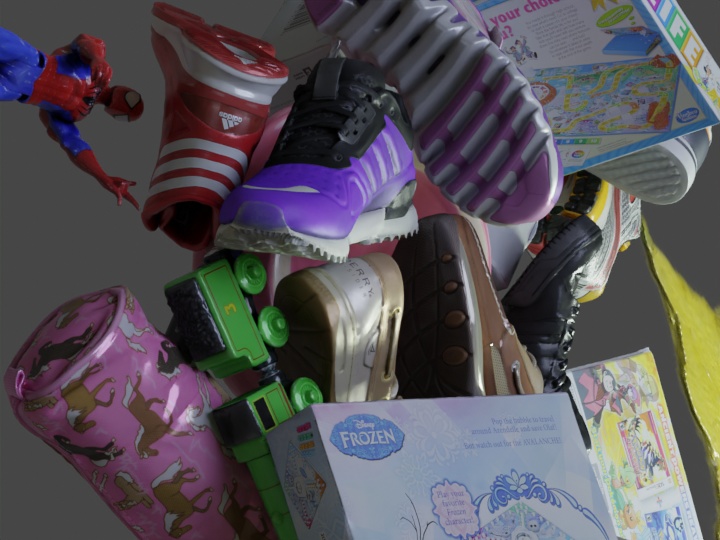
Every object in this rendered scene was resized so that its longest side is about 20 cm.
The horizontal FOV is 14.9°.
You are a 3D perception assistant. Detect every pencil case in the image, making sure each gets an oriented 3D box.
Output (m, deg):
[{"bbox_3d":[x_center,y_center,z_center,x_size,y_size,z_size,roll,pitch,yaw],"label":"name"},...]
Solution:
[{"bbox_3d":[-0.101,0.099,1.443,0.200,0.082,0.087,52,35,-26],"label":"pencil case"}]

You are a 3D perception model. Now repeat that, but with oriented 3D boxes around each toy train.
[{"bbox_3d":[-0.044,0.084,1.427,0.056,0.042,0.201,-26,93,-50],"label":"toy train"}]

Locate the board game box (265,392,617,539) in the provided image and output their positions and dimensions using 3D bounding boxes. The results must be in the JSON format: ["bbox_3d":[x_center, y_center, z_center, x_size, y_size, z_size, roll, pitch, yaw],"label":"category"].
[{"bbox_3d":[0.062,0.164,1.420,0.199,0.043,0.200,1,65,-45],"label":"board game box"}]

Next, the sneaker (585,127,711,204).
[{"bbox_3d":[0.137,-0.121,1.794,0.199,0.079,0.080,31,52,3],"label":"sneaker"}]

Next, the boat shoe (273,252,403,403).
[{"bbox_3d":[-0.009,0.068,1.498,0.069,0.201,0.074,-25,58,-27],"label":"boat shoe"}]

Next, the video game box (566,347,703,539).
[{"bbox_3d":[0.152,0.161,1.778,0.182,0.047,0.201,-9,83,-51],"label":"video game box"}]

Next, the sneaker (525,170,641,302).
[{"bbox_3d":[0.155,-0.059,1.864,0.200,0.077,0.082,-62,139,-41],"label":"sneaker"}]

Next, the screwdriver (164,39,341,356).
[{"bbox_3d":[-0.059,-0.037,1.510,0.028,0.029,0.201,24,93,-27],"label":"screwdriver"}]

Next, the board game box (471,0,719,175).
[{"bbox_3d":[0.113,-0.124,1.716,0.135,0.199,0.034,54,40,-24],"label":"board game box"}]

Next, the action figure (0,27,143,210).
[{"bbox_3d":[-0.170,-0.092,1.423,0.099,0.066,0.199,39,17,35],"label":"action figure"}]

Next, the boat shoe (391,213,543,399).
[{"bbox_3d":[0.063,0.064,1.557,0.072,0.075,0.201,-17,103,-44],"label":"boat shoe"}]

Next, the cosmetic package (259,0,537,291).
[{"bbox_3d":[0.026,-0.085,1.689,0.200,0.081,0.113,55,40,-24],"label":"cosmetic package"}]

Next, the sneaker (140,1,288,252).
[{"bbox_3d":[-0.096,-0.078,1.514,0.078,0.200,0.116,20,97,-8],"label":"sneaker"}]

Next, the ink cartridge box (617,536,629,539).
[{"bbox_3d":[0.071,0.216,1.554,0.200,0.144,0.085,-34,133,-52],"label":"ink cartridge box"}]

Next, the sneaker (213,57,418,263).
[{"bbox_3d":[-0.022,-0.062,1.446,0.200,0.069,0.100,-20,116,-70],"label":"sneaker"}]

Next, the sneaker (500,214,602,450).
[{"bbox_3d":[0.106,0.072,1.674,0.104,0.200,0.060,40,3,3],"label":"sneaker"}]

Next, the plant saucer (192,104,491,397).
[{"bbox_3d":[0.000,0.000,1.578,0.199,0.051,0.202,-2,94,-34],"label":"plant saucer"}]

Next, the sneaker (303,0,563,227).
[{"bbox_3d":[0.056,-0.112,1.577,0.201,0.080,0.088,53,22,18],"label":"sneaker"}]
